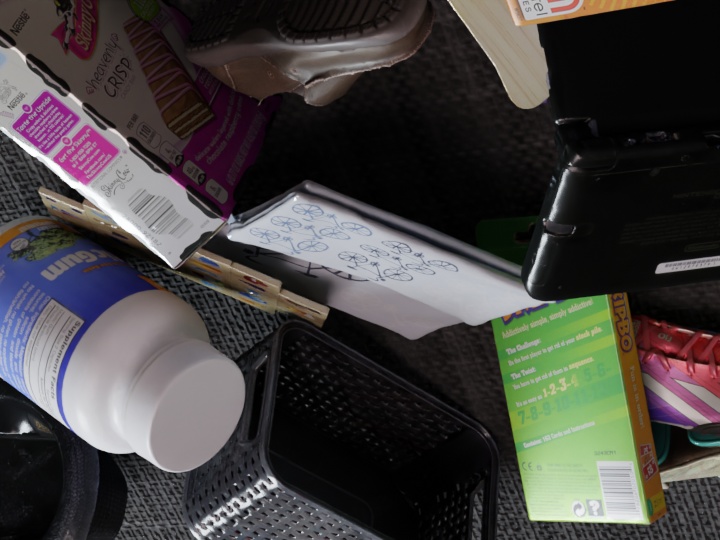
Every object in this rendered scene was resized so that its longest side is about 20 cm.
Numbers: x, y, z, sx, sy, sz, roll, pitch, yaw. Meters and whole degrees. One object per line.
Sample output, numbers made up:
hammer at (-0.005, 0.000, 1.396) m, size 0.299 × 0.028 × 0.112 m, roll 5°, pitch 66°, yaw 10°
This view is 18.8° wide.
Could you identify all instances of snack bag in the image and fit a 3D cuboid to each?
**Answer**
snack bag at (0.000, 0.000, 1.348) m, size 0.188 × 0.022 × 0.200 m, roll 21°, pitch 162°, yaw -23°

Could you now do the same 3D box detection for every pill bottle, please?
pill bottle at (-0.169, 0.051, 1.426) m, size 0.200 × 0.112 × 0.113 m, roll 30°, pitch 142°, yaw 37°

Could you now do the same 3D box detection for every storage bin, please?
storage bin at (-0.010, 0.142, 1.462) m, size 0.199 × 0.136 × 0.094 m, roll 30°, pitch 134°, yaw -26°

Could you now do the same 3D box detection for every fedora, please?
fedora at (-0.241, 0.168, 1.600) m, size 0.200 × 0.202 × 0.091 m, roll -24°, pitch 151°, yaw 34°

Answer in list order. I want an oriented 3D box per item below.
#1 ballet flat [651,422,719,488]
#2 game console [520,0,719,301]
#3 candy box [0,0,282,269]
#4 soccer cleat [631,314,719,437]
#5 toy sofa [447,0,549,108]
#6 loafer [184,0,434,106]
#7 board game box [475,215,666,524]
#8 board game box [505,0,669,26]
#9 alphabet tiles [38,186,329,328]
ballet flat at (0.216, 0.120, 1.436) m, size 0.199 × 0.068 × 0.062 m, roll -6°, pitch 137°, yaw 24°
game console at (0.179, -0.089, 1.187) m, size 0.199 × 0.117 × 0.176 m, roll -7°, pitch 139°, yaw -19°
candy box at (-0.153, -0.115, 1.317) m, size 0.200 × 0.137 × 0.061 m, roll 38°, pitch 127°, yaw -15°
soccer cleat at (0.198, 0.061, 1.391) m, size 0.199 × 0.068 × 0.073 m, roll -4°, pitch 123°, yaw 26°
toy sofa at (0.086, -0.194, 1.201) m, size 0.097 × 0.083 × 0.200 m, roll -23°, pitch 119°, yaw 36°
loafer at (-0.020, -0.139, 1.279) m, size 0.071 × 0.073 × 0.199 m, roll 42°, pitch 157°, yaw -31°
board game box at (0.132, 0.061, 1.373) m, size 0.095 × 0.030 × 0.201 m, roll -4°, pitch 104°, yaw 41°
board game box at (0.154, -0.268, 1.033) m, size 0.199 × 0.200 × 0.200 m, roll -7°, pitch 126°, yaw 26°
alphabet tiles at (-0.114, -0.007, 1.413) m, size 0.199 × 0.006 × 0.166 m, roll 23°, pitch 172°, yaw 0°
